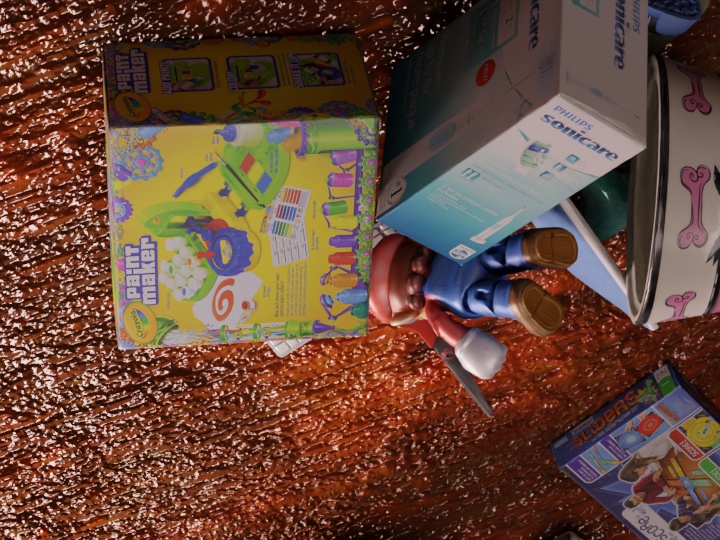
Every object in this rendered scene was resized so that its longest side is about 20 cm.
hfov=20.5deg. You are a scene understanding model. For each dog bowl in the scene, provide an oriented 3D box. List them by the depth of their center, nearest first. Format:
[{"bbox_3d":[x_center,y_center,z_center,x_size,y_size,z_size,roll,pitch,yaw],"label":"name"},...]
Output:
[{"bbox_3d":[0.242,-0.057,1.454,0.074,0.200,0.200,4,127,2],"label":"dog bowl"}]

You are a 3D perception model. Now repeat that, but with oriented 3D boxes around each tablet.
[{"bbox_3d":[0.157,-0.038,1.560,0.014,0.130,0.200,-44,127,-4],"label":"tablet"}]

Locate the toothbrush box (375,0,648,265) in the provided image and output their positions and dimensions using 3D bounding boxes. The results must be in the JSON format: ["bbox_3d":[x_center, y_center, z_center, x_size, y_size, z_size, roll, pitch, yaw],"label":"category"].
[{"bbox_3d":[0.108,-0.117,1.410,0.085,0.146,0.200,27,142,-28],"label":"toothbrush box"}]

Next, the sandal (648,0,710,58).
[{"bbox_3d":[0.185,-0.158,1.517,0.080,0.057,0.201,32,114,-31],"label":"sandal"}]

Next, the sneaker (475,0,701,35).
[{"bbox_3d":[0.149,-0.208,1.460,0.200,0.070,0.078,20,137,-14],"label":"sneaker"}]

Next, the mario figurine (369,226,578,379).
[{"bbox_3d":[0.089,0.010,1.540,0.123,0.200,0.106,-42,116,-32],"label":"mario figurine"}]

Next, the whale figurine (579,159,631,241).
[{"bbox_3d":[0.273,-0.061,1.583,0.200,0.104,0.159,-10,129,-5],"label":"whale figurine"}]

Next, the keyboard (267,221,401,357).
[{"bbox_3d":[0.000,0.000,1.616,0.200,0.011,0.056,-33,110,12],"label":"keyboard"}]

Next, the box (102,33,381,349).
[{"bbox_3d":[-0.092,-0.058,1.482,0.193,0.122,0.200,-3,128,-9],"label":"box"}]

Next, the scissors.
[{"bbox_3d":[0.063,0.063,1.689,0.073,0.014,0.200,-17,130,-2],"label":"scissors"}]

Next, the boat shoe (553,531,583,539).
[{"bbox_3d":[0.135,0.313,1.866,0.200,0.072,0.069,-32,106,20],"label":"boat shoe"}]

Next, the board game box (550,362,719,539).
[{"bbox_3d":[0.285,0.183,1.817,0.135,0.034,0.200,-37,126,16],"label":"board game box"}]
